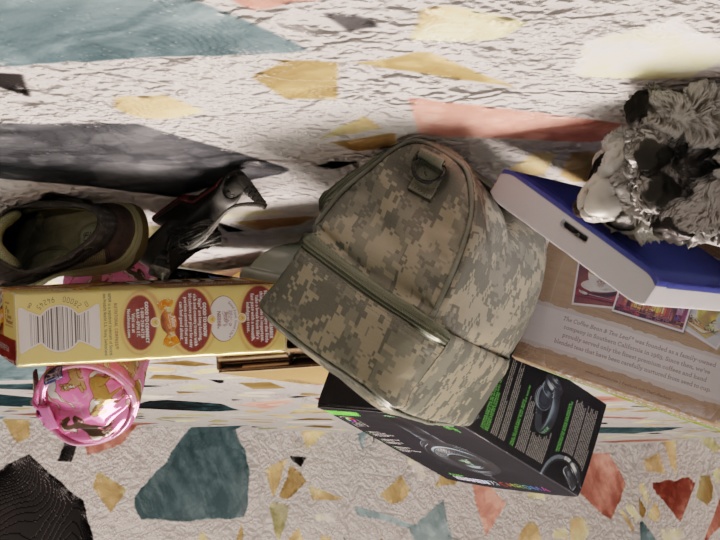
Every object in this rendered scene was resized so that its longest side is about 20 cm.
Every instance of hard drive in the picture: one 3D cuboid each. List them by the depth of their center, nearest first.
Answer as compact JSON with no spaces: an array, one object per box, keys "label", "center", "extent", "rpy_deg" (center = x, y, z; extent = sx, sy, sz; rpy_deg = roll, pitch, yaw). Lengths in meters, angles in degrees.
[{"label":"hard drive","center":[0.186,-0.018,1.048],"extent":[0.132,0.026,0.199],"rpy_deg":[39,-163,27]}]

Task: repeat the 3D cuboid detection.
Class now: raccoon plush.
[{"label":"raccoon plush","center":[0.230,-0.060,0.926],"extent":[0.198,0.098,0.134],"rpy_deg":[-1,177,3]}]

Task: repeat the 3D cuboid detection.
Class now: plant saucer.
[{"label":"plant saucer","center":[0.000,0.000,1.259],"extent":[0.198,0.051,0.200],"rpy_deg":[9,180,0]}]

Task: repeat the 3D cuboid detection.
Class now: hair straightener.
[{"label":"hair straightener","center":[-0.122,-0.022,1.118],"extent":[0.041,0.077,0.199],"rpy_deg":[33,157,-22]}]

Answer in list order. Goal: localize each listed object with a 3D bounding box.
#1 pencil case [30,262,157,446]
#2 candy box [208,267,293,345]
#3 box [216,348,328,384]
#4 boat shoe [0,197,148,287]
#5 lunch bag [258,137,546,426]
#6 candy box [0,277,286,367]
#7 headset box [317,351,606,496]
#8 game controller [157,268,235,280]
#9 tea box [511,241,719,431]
[{"label":"pencil case","center":[-0.217,0.055,1.253],"extent":[0.086,0.201,0.083],"rpy_deg":[26,118,-16]},{"label":"candy box","center":[-0.075,0.039,1.472],"extent":[0.115,0.056,0.199],"rpy_deg":[-8,167,36]},{"label":"box","center":[-0.029,0.096,1.533],"extent":[0.162,0.022,0.200],"rpy_deg":[-6,170,23]},{"label":"boat shoe","center":[-0.260,-0.021,1.163],"extent":[0.199,0.073,0.066],"rpy_deg":[-10,160,24]},{"label":"lunch bag","center":[0.046,0.005,1.061],"extent":[0.139,0.168,0.200],"rpy_deg":[36,-176,25]},{"label":"candy box","center":[-0.165,0.036,1.123],"extent":[0.198,0.056,0.115],"rpy_deg":[-1,-177,-20]},{"label":"headset box","center":[0.086,0.117,1.351],"extent":[0.199,0.094,0.173],"rpy_deg":[34,158,-36]},{"label":"game controller","center":[-0.077,0.026,1.303],"extent":[0.198,0.043,0.104],"rpy_deg":[10,-164,-13]},{"label":"tea box","center":[0.258,0.049,1.226],"extent":[0.198,0.135,0.196],"rpy_deg":[17,177,28]}]
